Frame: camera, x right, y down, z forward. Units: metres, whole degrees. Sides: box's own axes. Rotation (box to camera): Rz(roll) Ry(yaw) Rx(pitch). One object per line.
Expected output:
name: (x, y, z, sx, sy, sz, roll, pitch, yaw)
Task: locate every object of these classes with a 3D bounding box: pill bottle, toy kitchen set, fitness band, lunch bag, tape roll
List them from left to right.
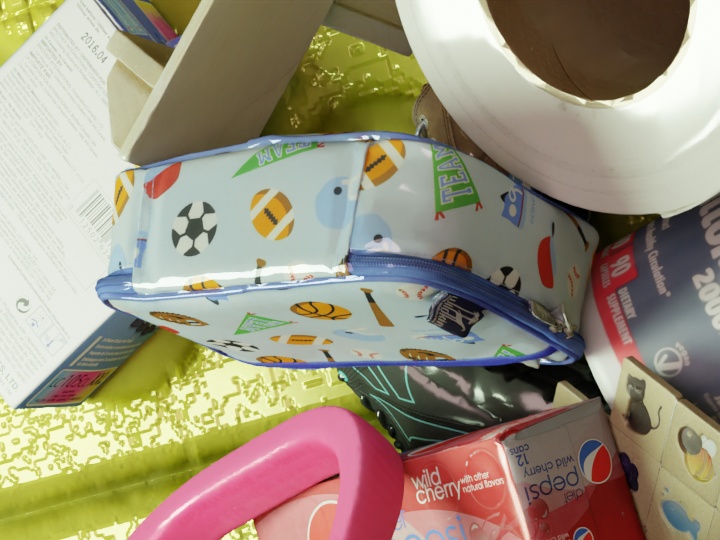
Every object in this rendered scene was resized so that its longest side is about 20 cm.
toy kitchen set: (-0.091, -0.152, 1.211, 0.180, 0.200, 0.164, 37, 103, 36)
fitness band: (-0.060, 0.134, 1.169, 0.037, 0.144, 0.200, 40, 133, -22)
lunch bag: (0.000, 0.000, 1.141, 0.199, 0.160, 0.076, -1, 72, 34)
tape roll: (0.129, -0.139, 1.099, 0.202, 0.139, 0.204, 19, 121, 34)
pill bottle: (0.203, 0.003, 1.161, 0.199, 0.119, 0.120, -30, 80, 19)

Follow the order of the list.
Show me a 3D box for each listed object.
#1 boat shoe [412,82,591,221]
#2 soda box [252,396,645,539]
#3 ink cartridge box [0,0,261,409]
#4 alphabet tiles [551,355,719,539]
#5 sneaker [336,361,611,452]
boat shoe: (0.066, -0.071, 1.248, 0.072, 0.072, 0.201, 0, 81, 27)
soda box: (0.034, 0.113, 1.187, 0.200, 0.063, 0.070, -21, 85, 53)
ink cartridge box: (-0.127, -0.045, 1.316, 0.200, 0.076, 0.137, -43, 76, 18)
alphabet tiles: (0.127, 0.145, 1.137, 0.166, 0.006, 0.201, 39, 132, 40)
sneaker: (0.027, 0.057, 1.257, 0.199, 0.075, 0.080, 28, 114, 27)
